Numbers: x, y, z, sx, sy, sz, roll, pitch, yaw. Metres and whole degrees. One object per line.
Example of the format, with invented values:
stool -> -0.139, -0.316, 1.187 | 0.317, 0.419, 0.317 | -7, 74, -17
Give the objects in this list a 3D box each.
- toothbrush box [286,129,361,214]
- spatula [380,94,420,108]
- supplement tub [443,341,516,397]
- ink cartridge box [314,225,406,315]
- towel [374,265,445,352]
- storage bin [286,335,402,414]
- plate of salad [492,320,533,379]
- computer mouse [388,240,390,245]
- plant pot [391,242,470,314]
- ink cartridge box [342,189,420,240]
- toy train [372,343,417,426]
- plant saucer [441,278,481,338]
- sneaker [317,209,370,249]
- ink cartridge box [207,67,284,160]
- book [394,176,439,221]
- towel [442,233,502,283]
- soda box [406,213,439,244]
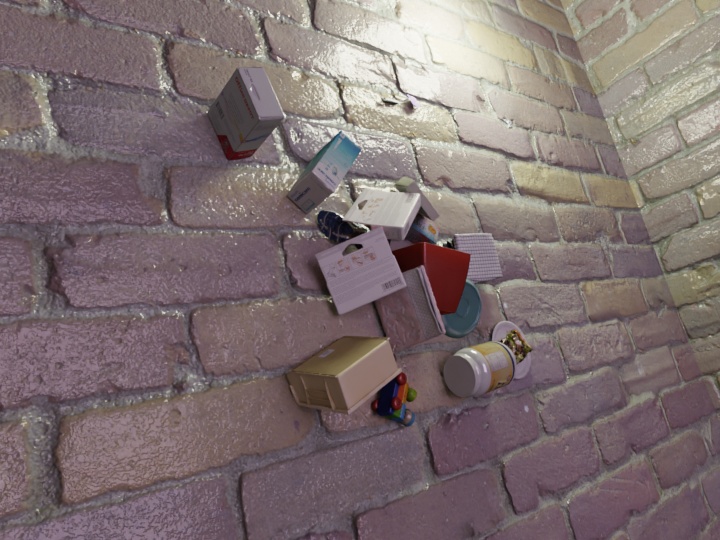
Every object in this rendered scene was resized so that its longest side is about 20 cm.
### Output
toothbrush box -> -0.102, -0.276, 1.536 | 0.085, 0.146, 0.201 | 42, 50, -16
spatula -> 0.145, -0.608, 1.966 | 0.199, 0.021, 0.057 | -14, 67, -39
supplement tub -> 0.360, 0.299, 1.652 | 0.199, 0.144, 0.146 | -6, 75, -40
ink cartridge box -> 0.000, 0.000, 1.472 | 0.198, 0.045, 0.178 | -23, 93, -2
towel -> 0.126, 0.109, 1.517 | 0.032, 0.190, 0.202 | -6, 74, -51
storage bin -> -0.044, 0.244, 1.320 | 0.199, 0.197, 0.095 | -29, 107, -42
plate of salad -> 0.523, 0.267, 1.863 | 0.199, 0.048, 0.202 | 17, 62, -33
computer mouse -> 0.080, -0.076, 1.600 | 0.046, 0.140, 0.201 | 44, 49, -25
plant pot -> 0.188, 0.038, 1.611 | 0.198, 0.199, 0.178 | 11, 75, -35
ink cartridge box -> 0.064, -0.163, 1.557 | 0.200, 0.174, 0.045 | -59, 151, -50
toy train -> 0.112, 0.315, 1.493 | 0.116, 0.084, 0.201 | 40, 50, -31
plant saucer -> 0.315, 0.114, 1.734 | 0.198, 0.027, 0.202 | 2, 87, -31
sneaker -> -0.034, -0.114, 1.575 | 0.199, 0.077, 0.085 | 30, 19, -7
ink cartridge box -> -0.294, -0.398, 1.398 | 0.082, 0.199, 0.147 | -19, 83, -42
book -> 0.179, -0.227, 1.721 | 0.048, 0.200, 0.134 | -38, 103, 2
towel -> 0.378, -0.037, 1.858 | 0.199, 0.085, 0.167 | -5, 82, -35
soda box -> 0.157, -0.149, 1.743 | 0.199, 0.063, 0.069 | 33, 53, -23
